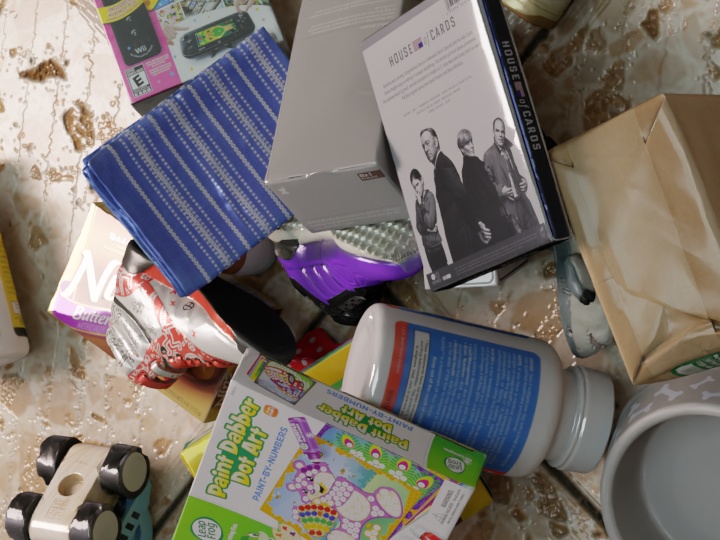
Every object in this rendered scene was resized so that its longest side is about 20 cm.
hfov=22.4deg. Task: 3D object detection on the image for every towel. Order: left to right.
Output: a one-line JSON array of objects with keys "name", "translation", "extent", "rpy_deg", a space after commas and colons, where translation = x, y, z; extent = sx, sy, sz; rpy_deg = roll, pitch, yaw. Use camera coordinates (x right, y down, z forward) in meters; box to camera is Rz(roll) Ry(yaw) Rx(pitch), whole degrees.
[{"name": "towel", "translation": [-0.114, -0.091, 1.510], "extent": [0.200, 0.024, 0.145], "rpy_deg": [-38, 92, -12]}]

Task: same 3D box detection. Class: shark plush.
[{"name": "shark plush", "translation": [0.156, -0.033, 1.449], "extent": [0.201, 0.091, 0.083], "rpy_deg": [60, 146, 8]}]

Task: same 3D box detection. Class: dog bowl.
[{"name": "dog bowl", "translation": [0.271, 0.172, 1.368], "extent": [0.199, 0.059, 0.201], "rpy_deg": [10, 111, 25]}]

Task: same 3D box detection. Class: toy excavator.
[{"name": "toy excavator", "translation": [-0.241, 0.278, 1.668], "extent": [0.099, 0.201, 0.195], "rpy_deg": [3, 50, 29]}]

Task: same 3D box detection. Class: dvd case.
[{"name": "dvd case", "translation": [0.073, -0.099, 1.325], "extent": [0.150, 0.025, 0.201], "rpy_deg": [-24, 79, 54]}]

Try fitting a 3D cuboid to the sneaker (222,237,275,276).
[{"name": "sneaker", "translation": [-0.140, -0.090, 1.598], "extent": [0.073, 0.084, 0.201], "rpy_deg": [-32, 76, 28]}]

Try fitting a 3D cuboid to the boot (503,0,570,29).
[{"name": "boot", "translation": [0.122, -0.311, 1.448], "extent": [0.200, 0.073, 0.156], "rpy_deg": [45, 112, 18]}]

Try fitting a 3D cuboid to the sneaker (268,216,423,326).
[{"name": "sneaker", "translation": [0.000, 0.000, 1.510], "extent": [0.200, 0.069, 0.100], "rpy_deg": [13, 126, 56]}]

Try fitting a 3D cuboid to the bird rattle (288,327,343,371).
[{"name": "bird rattle", "translation": [-0.044, 0.160, 1.571], "extent": [0.163, 0.113, 0.201], "rpy_deg": [35, 95, 11]}]

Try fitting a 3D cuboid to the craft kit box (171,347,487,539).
[{"name": "craft kit box", "translation": [-0.029, 0.176, 1.389], "extent": [0.197, 0.049, 0.201], "rpy_deg": [25, 130, 4]}]

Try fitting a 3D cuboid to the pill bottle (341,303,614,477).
[{"name": "pill bottle", "translation": [0.092, 0.099, 1.417], "extent": [0.199, 0.112, 0.113], "rpy_deg": [13, 101, -11]}]

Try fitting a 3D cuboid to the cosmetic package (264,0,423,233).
[{"name": "cosmetic package", "translation": [0.000, -0.138, 1.466], "extent": [0.106, 0.090, 0.201], "rpy_deg": [-6, 60, 29]}]

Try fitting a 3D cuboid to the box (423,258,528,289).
[{"name": "box", "translation": [0.085, -0.093, 1.437], "extent": [0.060, 0.117, 0.201], "rpy_deg": [-3, 97, 18]}]

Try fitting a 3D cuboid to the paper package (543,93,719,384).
[{"name": "paper package", "translation": [0.245, -0.027, 1.322], "extent": [0.103, 0.200, 0.192], "rpy_deg": [-26, 81, 29]}]

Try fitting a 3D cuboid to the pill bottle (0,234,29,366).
[{"name": "pill bottle", "translation": [-0.390, -0.003, 1.725], "extent": [0.111, 0.111, 0.201], "rpy_deg": [-19, 83, 28]}]

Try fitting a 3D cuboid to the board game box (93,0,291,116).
[{"name": "board game box", "translation": [-0.163, -0.257, 1.587], "extent": [0.147, 0.064, 0.201], "rpy_deg": [-22, 81, 3]}]

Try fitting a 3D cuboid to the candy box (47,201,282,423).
[{"name": "candy box", "translation": [-0.178, 0.034, 1.641], "extent": [0.199, 0.056, 0.117], "rpy_deg": [33, 108, 22]}]

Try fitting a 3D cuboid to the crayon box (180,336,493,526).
[{"name": "crayon box", "translation": [-0.020, 0.166, 1.495], "extent": [0.199, 0.058, 0.173], "rpy_deg": [-32, 90, 1]}]

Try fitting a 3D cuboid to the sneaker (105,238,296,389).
[{"name": "sneaker", "translation": [-0.139, 0.063, 1.542], "extent": [0.201, 0.067, 0.109], "rpy_deg": [33, 115, 33]}]
